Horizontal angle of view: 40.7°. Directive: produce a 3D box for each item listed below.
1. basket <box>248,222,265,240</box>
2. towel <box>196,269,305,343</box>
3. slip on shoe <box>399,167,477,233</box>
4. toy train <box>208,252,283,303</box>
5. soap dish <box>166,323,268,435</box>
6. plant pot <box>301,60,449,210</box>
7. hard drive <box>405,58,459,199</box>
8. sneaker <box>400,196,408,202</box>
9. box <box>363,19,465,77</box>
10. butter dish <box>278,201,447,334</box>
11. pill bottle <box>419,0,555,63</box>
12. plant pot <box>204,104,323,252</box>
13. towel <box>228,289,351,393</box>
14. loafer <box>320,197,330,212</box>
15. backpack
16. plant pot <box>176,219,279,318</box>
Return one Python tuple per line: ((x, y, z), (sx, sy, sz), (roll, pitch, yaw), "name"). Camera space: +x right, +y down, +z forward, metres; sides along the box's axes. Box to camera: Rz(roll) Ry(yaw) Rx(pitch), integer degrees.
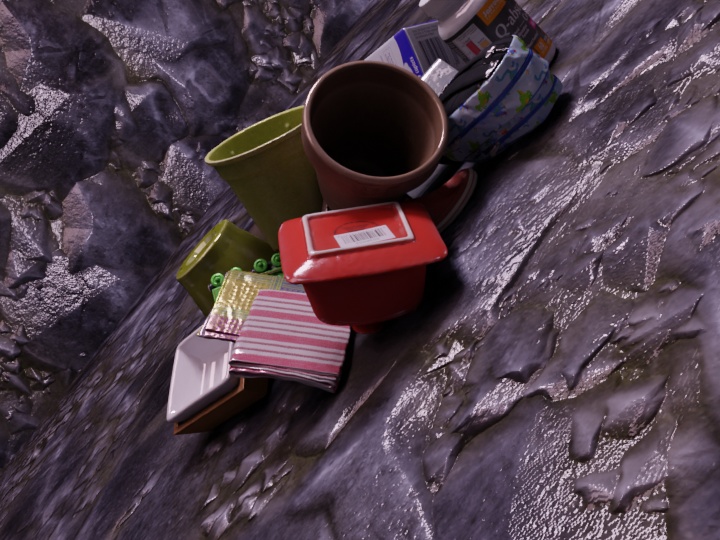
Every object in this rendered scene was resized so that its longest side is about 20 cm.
((-0.136, -0.054, 1.755), (0.200, 0.136, 0.181), (-46, 34, 24), "basket")
((-0.119, 0.063, 1.383), (0.144, 0.198, 0.023), (-74, -9, -48), "towel")
((0.081, -0.075, 1.333), (0.200, 0.061, 0.074), (-42, 14, -4), "slip on shoe")
((-0.138, 0.009, 1.496), (0.199, 0.057, 0.042), (-18, -23, 2), "toy train")
((-0.215, 0.154, 1.500), (0.200, 0.081, 0.158), (-34, 42, 40), "soap dish")
((0.011, -0.157, 1.344), (0.201, 0.199, 0.175), (-58, -8, -30), "plant pot")
((0.106, -0.214, 1.501), (0.200, 0.139, 0.033), (-49, -28, 0), "hard drive")
((0.054, -0.154, 1.562), (0.201, 0.082, 0.077), (-55, 17, -23), "sneaker")
((0.103, -0.360, 1.738), (0.183, 0.106, 0.200), (-23, -2, -37), "box")
((0.003, 0.010, 1.229), (0.198, 0.149, 0.200), (-9, 24, -4), "butter dish")
((0.191, -0.366, 1.472), (0.116, 0.200, 0.117), (-44, 17, 17), "pill bottle")
((-0.118, -0.137, 1.545), (0.199, 0.185, 0.201), (-22, 20, 8), "plant pot")
((-0.086, 0.089, 1.303), (0.200, 0.145, 0.030), (-76, -7, -60), "towel")
((-0.020, -0.113, 1.458), (0.071, 0.072, 0.202), (160, 118, -72), "loafer")
((0.182, -0.236, 1.340), (0.163, 0.153, 0.200), (-52, -6, -30), "backpack")
((-0.194, 0.025, 1.607), (0.200, 0.193, 0.201), (-44, 17, 17), "plant pot")
